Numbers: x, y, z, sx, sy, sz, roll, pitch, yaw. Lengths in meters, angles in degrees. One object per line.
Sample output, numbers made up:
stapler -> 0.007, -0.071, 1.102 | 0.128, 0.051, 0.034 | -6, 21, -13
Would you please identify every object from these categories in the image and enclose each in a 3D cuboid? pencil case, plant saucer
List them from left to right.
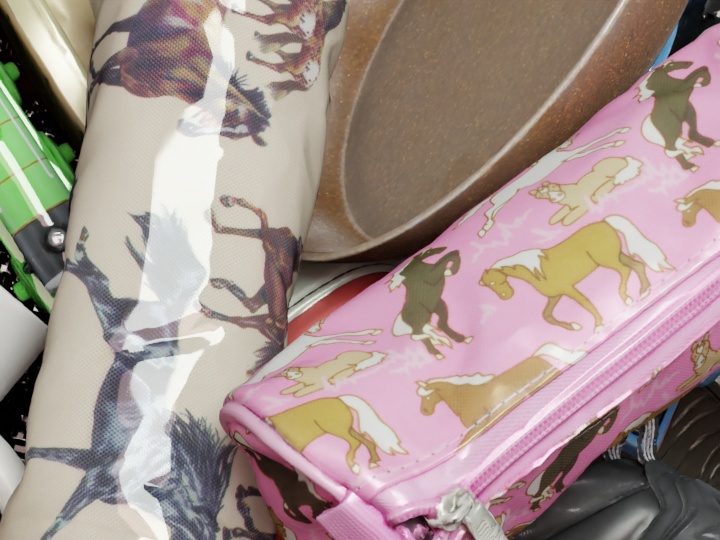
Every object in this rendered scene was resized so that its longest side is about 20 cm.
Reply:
pencil case -> -0.052, 0.006, 0.712 | 0.077, 0.089, 0.201 | 8, 76, -2
plant saucer -> 0.041, -0.082, 0.762 | 0.034, 0.200, 0.201 | 33, 81, -25
pencil case -> 0.061, 0.008, 0.656 | 0.200, 0.083, 0.087 | -37, 63, -16

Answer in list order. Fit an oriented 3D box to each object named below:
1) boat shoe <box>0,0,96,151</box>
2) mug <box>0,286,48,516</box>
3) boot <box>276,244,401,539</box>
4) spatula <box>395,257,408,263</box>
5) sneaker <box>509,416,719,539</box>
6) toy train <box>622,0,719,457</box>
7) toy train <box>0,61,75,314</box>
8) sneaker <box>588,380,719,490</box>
boat shoe -> -0.089, -0.102, 0.804 | 0.065, 0.072, 0.201 | -30, 82, -7
mug -> -0.181, 0.054, 0.737 | 0.200, 0.148, 0.176 | 40, 85, 1
boot -> -0.021, 0.099, 0.748 | 0.200, 0.072, 0.144 | -52, 48, -1
spatula -> 0.000, 0.000, 0.816 | 0.199, 0.021, 0.057 | -11, 85, -20
sneaker -> 0.064, 0.131, 0.718 | 0.114, 0.075, 0.201 | 46, 124, 30
toy train -> 0.095, -0.038, 0.781 | 0.086, 0.114, 0.201 | 27, 73, -7
toy train -> -0.137, -0.071, 0.802 | 0.042, 0.056, 0.200 | -34, 88, -8
sneaker -> 0.129, 0.129, 0.807 | 0.075, 0.106, 0.201 | -28, 58, 14
